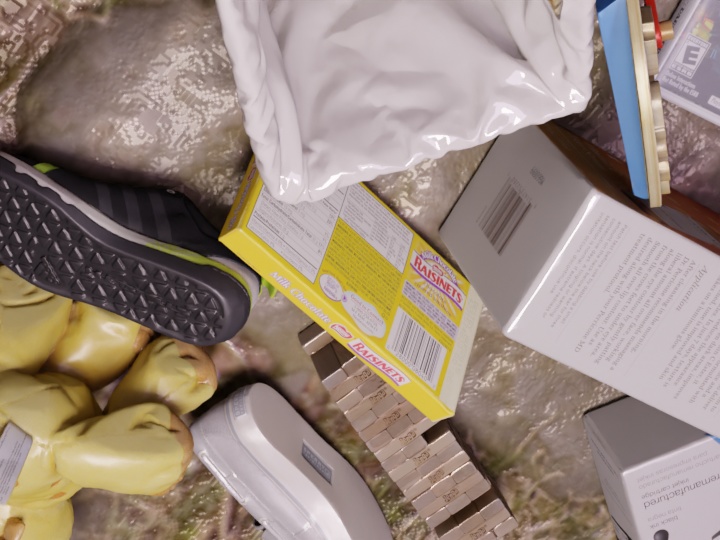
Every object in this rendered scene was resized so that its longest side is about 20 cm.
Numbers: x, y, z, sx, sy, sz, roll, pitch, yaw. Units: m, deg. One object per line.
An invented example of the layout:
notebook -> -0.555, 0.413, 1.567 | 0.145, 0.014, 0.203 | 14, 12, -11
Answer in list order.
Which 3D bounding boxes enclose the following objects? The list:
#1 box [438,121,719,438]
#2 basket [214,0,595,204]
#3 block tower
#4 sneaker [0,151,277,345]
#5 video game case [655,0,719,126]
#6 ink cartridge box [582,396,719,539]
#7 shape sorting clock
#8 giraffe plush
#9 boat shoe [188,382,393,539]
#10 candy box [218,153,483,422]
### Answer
box -> 0.174, 0.003, 1.032 | 0.199, 0.152, 0.107 | 25, 106, -24
basket -> 0.009, -0.175, 0.872 | 0.199, 0.161, 0.199 | -18, 143, -5
block tower -> 0.034, 0.112, 1.103 | 0.054, 0.058, 0.200 | -34, 117, 3
sneaker -> -0.147, -0.020, 0.993 | 0.199, 0.083, 0.072 | 29, 128, 0
video game case -> 0.309, -0.164, 1.061 | 0.199, 0.023, 0.183 | 22, 107, -22
ink cartridge box -> 0.263, 0.179, 1.175 | 0.144, 0.084, 0.201 | -21, 118, -3
shape sorting clock -> 0.165, -0.137, 0.940 | 0.039, 0.200, 0.201 | -10, 118, 13
giraffe plush -> -0.202, 0.120, 1.000 | 0.172, 0.200, 0.163 | 34, 132, 5
boat shoe -> -0.045, 0.162, 1.104 | 0.068, 0.072, 0.200 | -25, 127, 23
candy box -> 0.000, 0.000, 1.021 | 0.026, 0.103, 0.200 | -25, 124, 39
